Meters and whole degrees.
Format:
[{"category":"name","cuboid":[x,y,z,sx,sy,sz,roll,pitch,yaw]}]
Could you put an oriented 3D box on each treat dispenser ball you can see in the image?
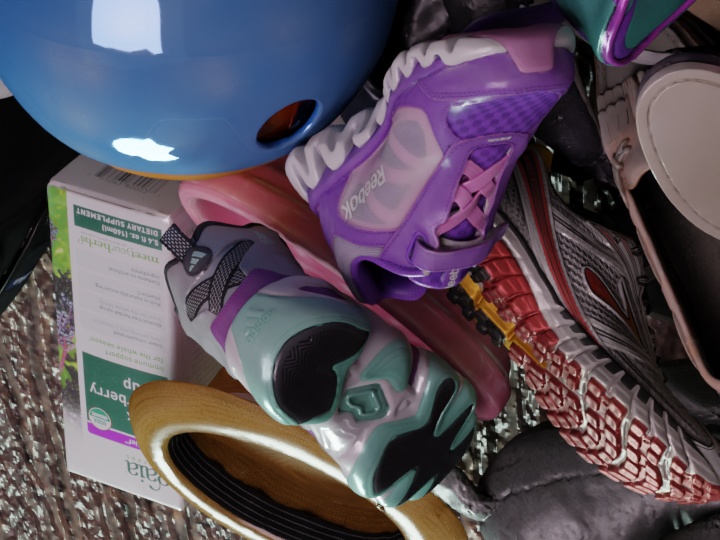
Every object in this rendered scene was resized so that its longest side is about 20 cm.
[{"category":"treat dispenser ball","cuboid":[-0.081,-0.141,1.255,0.200,0.201,0.202,16,128,22]}]

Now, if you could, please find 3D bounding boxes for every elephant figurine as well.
[{"category":"elephant figurine","cuboid":[0.168,0.107,1.357,0.200,0.155,0.142,-21,99,43]}]

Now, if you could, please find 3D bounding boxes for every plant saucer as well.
[{"category":"plant saucer","cuboid":[0.000,0.000,1.388,0.200,0.051,0.201,36,170,7]}]

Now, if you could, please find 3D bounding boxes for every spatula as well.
[{"category":"spatula","cuboid":[0.124,-0.101,1.225,0.056,0.199,0.021,-35,56,55]}]

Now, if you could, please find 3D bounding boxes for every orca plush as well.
[{"category":"orca plush","cuboid":[0.055,-0.120,1.283,0.071,0.105,0.200,-20,128,10]}]

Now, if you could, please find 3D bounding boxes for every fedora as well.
[{"category":"fedora","cuboid":[-0.024,0.092,1.448,0.200,0.082,0.201,21,153,11]}]

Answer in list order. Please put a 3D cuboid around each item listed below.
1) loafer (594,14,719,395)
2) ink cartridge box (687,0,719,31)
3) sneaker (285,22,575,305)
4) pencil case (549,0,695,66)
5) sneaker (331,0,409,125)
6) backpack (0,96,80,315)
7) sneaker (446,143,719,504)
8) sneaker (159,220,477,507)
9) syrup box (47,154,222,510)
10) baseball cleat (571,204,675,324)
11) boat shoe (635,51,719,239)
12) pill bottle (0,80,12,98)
[{"category":"loafer","cuboid":[0.155,-0.034,1.260,0.072,0.063,0.201,-24,78,24]},{"category":"ink cartridge box","cuboid":[0.221,-0.178,1.165,0.164,0.075,0.200,34,132,10]},{"category":"sneaker","cuboid":[0.038,-0.042,1.184,0.200,0.080,0.089,-39,59,58]},{"category":"pencil case","cuboid":[0.077,-0.186,1.166,0.200,0.085,0.093,51,150,21]},{"category":"sneaker","cuboid":[-0.022,-0.114,1.370,0.199,0.075,0.085,22,124,10]},{"category":"backpack","cuboid":[-0.256,-0.008,1.540,0.154,0.163,0.200,39,140,15]},{"category":"sneaker","cuboid":[0.113,0.023,1.273,0.200,0.082,0.078,52,161,5]},{"category":"sneaker","cuboid":[-0.028,0.029,1.297,0.140,0.078,0.200,42,177,35]},{"category":"syrup box","cuboid":[-0.115,0.026,1.512,0.078,0.081,0.201,17,127,23]},{"category":"baseball cleat","cuboid":[0.147,-0.021,1.337,0.199,0.070,0.107,18,115,15]},{"category":"boat shoe","cuboid":[0.191,-0.049,1.226,0.200,0.063,0.073,31,124,-33]},{"category":"pill bottle","cuboid":[-0.230,-0.144,1.445,0.199,0.114,0.114,-3,119,33]}]
